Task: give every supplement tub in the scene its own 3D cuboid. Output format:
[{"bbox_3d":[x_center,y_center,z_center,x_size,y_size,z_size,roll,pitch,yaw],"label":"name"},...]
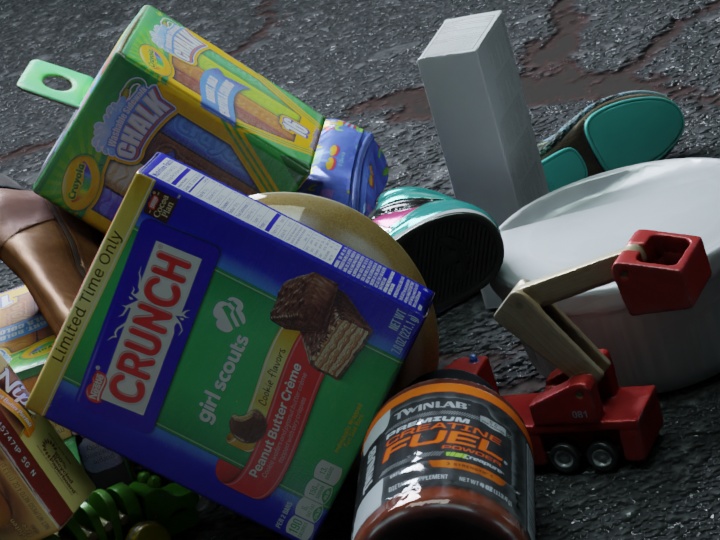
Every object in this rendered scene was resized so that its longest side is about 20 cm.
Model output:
[{"bbox_3d":[0.049,0.132,1.339,0.107,0.107,0.200,-14,22,9],"label":"supplement tub"}]

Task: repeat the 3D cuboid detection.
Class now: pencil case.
[{"bbox_3d":[-0.022,-0.042,1.675,0.087,0.078,0.200,-40,17,21],"label":"pencil case"}]

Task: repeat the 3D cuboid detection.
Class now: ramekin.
[{"bbox_3d":[0.189,0.007,1.548,0.202,0.094,0.202,-15,23,6],"label":"ramekin"}]

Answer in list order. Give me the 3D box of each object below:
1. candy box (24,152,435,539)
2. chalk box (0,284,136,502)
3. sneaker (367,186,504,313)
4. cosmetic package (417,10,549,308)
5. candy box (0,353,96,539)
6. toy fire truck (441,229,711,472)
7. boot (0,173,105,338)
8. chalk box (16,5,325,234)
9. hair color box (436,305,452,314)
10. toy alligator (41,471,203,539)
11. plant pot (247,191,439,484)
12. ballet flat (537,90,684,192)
[{"bbox_3d":[-0.080,0.048,1.427,0.200,0.169,0.077,26,12,1],"label":"candy box"},{"bbox_3d":[-0.230,0.104,1.586,0.124,0.124,0.200,-19,22,-4],"label":"chalk box"},{"bbox_3d":[0.000,0.000,1.538,0.199,0.084,0.121,-18,8,7],"label":"sneaker"},{"bbox_3d":[0.096,-0.080,1.679,0.050,0.201,0.083,-7,23,23],"label":"cosmetic package"},{"bbox_3d":[-0.279,0.140,1.471,0.200,0.116,0.055,-28,12,31],"label":"candy box"},{"bbox_3d":[0.125,0.053,1.423,0.199,0.141,0.049,-5,25,27],"label":"toy fire truck"},{"bbox_3d":[-0.171,-0.004,1.593,0.188,0.069,0.200,13,20,-46],"label":"boot"},{"bbox_3d":[-0.142,-0.095,1.605,0.124,0.200,0.125,-54,11,22],"label":"chalk box"},{"bbox_3d":[-0.011,0.018,1.714,0.200,0.061,0.100,-28,25,-27],"label":"hair color box"},{"bbox_3d":[-0.147,0.158,1.490,0.200,0.054,0.059,-30,26,-29],"label":"toy alligator"},{"bbox_3d":[-0.049,0.050,1.477,0.199,0.201,0.027,-14,9,8],"label":"plant pot"},{"bbox_3d":[0.169,-0.087,1.831,0.200,0.074,0.074,-26,23,-30],"label":"ballet flat"}]
